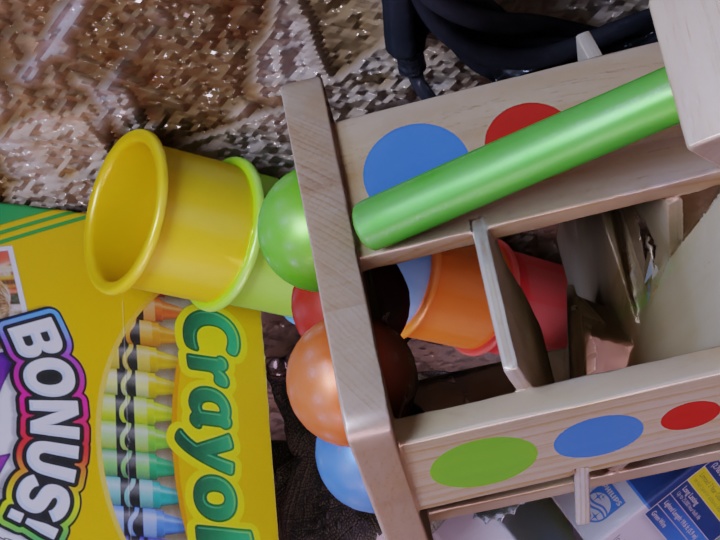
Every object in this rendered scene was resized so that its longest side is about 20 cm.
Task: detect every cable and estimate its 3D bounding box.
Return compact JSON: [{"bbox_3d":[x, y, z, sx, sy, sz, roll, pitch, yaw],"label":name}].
[{"bbox_3d":[0.085,-0.111,0.636,0.163,0.051,0.200,-5,147,-1],"label":"cable"}]

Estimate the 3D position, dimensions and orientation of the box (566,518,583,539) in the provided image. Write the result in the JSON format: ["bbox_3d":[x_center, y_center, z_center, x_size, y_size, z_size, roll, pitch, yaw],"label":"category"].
[{"bbox_3d":[0.124,0.136,0.968,0.048,0.117,0.200,-7,147,-1],"label":"box"}]

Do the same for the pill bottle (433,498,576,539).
[{"bbox_3d":[-0.006,0.157,0.952,0.200,0.114,0.114,-38,138,16],"label":"pill bottle"}]

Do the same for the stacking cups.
[{"bbox_3d":[0.000,0.000,0.786,0.200,0.061,0.061,14,143,-29],"label":"stacking cups"}]

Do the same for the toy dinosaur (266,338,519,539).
[{"bbox_3d":[0.001,0.079,0.846,0.200,0.102,0.077,-26,160,-8],"label":"toy dinosaur"}]

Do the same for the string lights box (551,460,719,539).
[{"bbox_3d":[0.167,0.043,0.812,0.200,0.059,0.103,-39,141,3],"label":"string lights box"}]

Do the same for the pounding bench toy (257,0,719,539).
[{"bbox_3d":[0.047,-0.008,0.637,0.156,0.124,0.200,-12,151,2],"label":"pounding bench toy"}]

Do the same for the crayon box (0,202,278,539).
[{"bbox_3d":[-0.120,0.071,0.748,0.172,0.200,0.058,6,145,-19],"label":"crayon box"}]
